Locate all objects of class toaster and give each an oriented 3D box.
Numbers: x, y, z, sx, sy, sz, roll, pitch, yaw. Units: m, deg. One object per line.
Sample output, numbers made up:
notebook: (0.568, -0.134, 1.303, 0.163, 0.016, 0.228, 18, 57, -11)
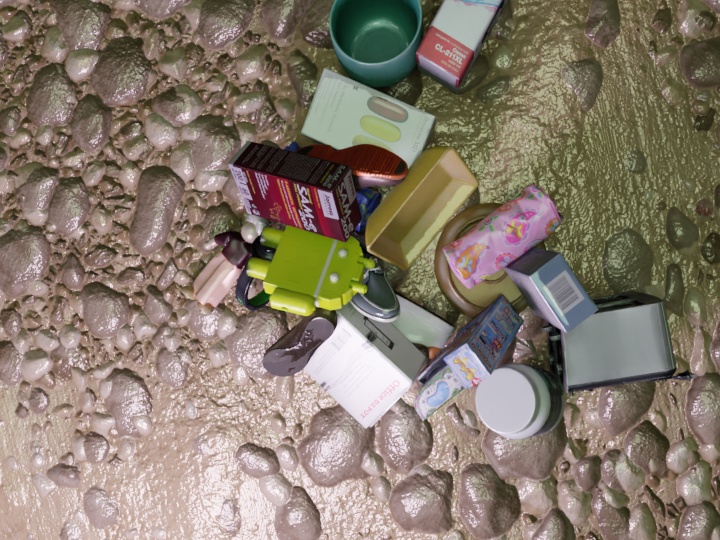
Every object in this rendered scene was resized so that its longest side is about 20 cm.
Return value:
toaster: (0.396, 0.112, 1.116, 0.194, 0.181, 0.123, -10, 93, 8)

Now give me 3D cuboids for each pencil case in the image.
pencil case: (-0.060, -0.144, 1.197, 0.197, 0.087, 0.079, 31, 73, 2)
pencil case: (0.231, -0.057, 1.146, 0.198, 0.087, 0.088, -37, 90, 8)

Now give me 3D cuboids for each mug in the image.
mug: (0.039, -0.391, 1.143, 0.152, 0.115, 0.185, 44, 86, 12)

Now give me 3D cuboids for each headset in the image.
headset: (-0.151, -0.030, 1.209, 0.093, 0.124, 0.202, 35, 85, 19)

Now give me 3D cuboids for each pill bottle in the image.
pill bottle: (0.255, 0.208, 1.120, 0.110, 0.199, 0.117, -5, 79, 26)

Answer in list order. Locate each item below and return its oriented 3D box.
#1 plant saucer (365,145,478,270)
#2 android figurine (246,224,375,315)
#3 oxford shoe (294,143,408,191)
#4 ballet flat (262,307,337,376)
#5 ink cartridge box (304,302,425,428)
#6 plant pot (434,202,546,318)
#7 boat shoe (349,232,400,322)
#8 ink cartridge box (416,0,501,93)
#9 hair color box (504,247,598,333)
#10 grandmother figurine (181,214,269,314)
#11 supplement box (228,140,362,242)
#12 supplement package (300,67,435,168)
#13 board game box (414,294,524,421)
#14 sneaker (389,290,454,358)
plant saucer: (0.093, -0.105, 1.138, 0.048, 0.199, 0.201, 42, 98, 23)
android figurine: (-0.076, -0.010, 1.107, 0.194, 0.042, 0.185, 14, 59, 12)
oxford shoe: (-0.013, -0.151, 1.106, 0.195, 0.072, 0.074, 10, 135, 26)
ballet flat: (-0.098, 0.114, 1.152, 0.066, 0.047, 0.200, 31, 132, -15)
ink cartridge box: (-0.009, 0.142, 1.193, 0.199, 0.084, 0.146, 42, 124, 1)
plant pot: (0.223, -0.013, 1.204, 0.193, 0.027, 0.207, 1, 95, 8)
boat shoe: (0.000, 0.000, 1.153, 0.071, 0.063, 0.201, -21, 54, -25)
ink cartridge box: (0.171, -0.402, 1.115, 0.081, 0.146, 0.203, 30, 98, 4)
hair color box: (0.287, 0.024, 1.084, 0.060, 0.200, 0.100, -35, 93, 3)
grandmother figurine: (-0.226, -0.017, 1.243, 0.120, 0.061, 0.202, 38, 101, -5)
supplement box: (-0.101, -0.123, 1.092, 0.195, 0.110, 0.061, 17, 54, 27)
supplement package: (0.017, -0.237, 1.167, 0.195, 0.110, 0.117, 23, 98, 4)
board game box: (0.162, 0.143, 1.122, 0.199, 0.199, 0.062, -43, 86, 19)
sneaker: (0.060, 0.084, 1.208, 0.197, 0.073, 0.086, 31, 95, 2)
